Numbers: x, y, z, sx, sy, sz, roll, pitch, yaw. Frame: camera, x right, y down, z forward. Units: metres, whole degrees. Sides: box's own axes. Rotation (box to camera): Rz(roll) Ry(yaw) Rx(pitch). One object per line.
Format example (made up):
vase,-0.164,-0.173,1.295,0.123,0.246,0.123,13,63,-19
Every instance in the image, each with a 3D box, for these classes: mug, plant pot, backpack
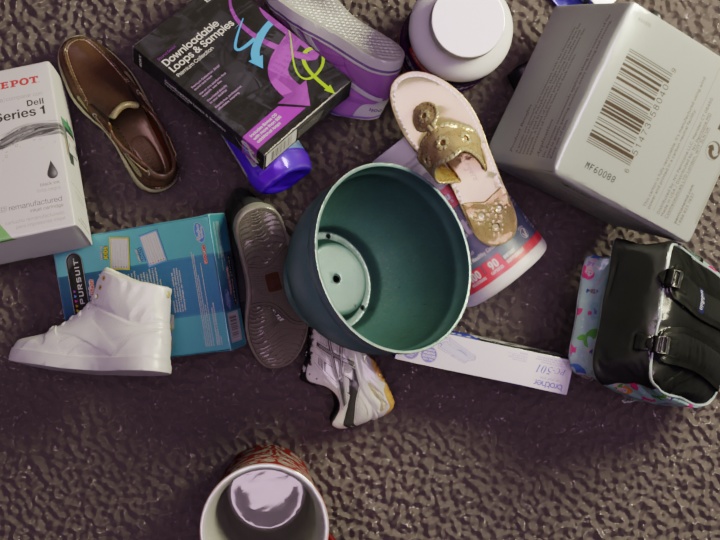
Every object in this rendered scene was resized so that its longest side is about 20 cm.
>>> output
mug,-0.096,0.280,1.342,0.133,0.200,0.178,-25,93,-3
plant pot,0.000,0.000,1.303,0.200,0.134,0.201,10,72,-33
backpack,0.335,0.066,1.377,0.200,0.150,0.178,20,77,-44

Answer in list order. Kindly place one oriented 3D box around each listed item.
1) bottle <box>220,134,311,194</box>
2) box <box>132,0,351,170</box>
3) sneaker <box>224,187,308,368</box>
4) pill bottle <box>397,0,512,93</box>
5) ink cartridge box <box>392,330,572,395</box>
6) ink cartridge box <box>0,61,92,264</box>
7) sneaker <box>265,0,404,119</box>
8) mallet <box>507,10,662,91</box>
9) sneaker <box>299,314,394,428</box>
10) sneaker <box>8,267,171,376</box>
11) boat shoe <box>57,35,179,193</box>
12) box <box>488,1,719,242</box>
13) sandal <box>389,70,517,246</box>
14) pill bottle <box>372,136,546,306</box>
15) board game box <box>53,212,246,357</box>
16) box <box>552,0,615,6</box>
bottle,-0.134,-0.183,1.385,0.065,0.084,0.200,-35,80,23
box,-0.130,-0.219,1.336,0.200,0.036,0.143,39,64,14
sneaker,-0.108,0.005,1.395,0.075,0.106,0.200,-10,111,-11
pill bottle,0.103,-0.257,1.341,0.112,0.200,0.113,0,91,-3
ink cartridge box,0.136,0.099,1.405,0.200,0.094,0.044,12,91,-4
ink cartridge box,-0.388,-0.115,1.342,0.146,0.084,0.200,-13,75,-3
sneaker,-0.046,-0.246,1.397,0.073,0.114,0.200,-28,60,-39
mallet,0.273,-0.242,1.437,0.200,0.041,0.066,-23,93,-7
sneaker,-0.038,0.090,1.403,0.088,0.076,0.200,-26,92,-3
sneaker,-0.291,0.055,1.336,0.200,0.074,0.116,-1,80,21
boat shoe,-0.267,-0.184,1.376,0.075,0.075,0.202,-38,96,-16
box,0.286,-0.164,1.347,0.200,0.171,0.199,25,90,-24
sandal,0.104,-0.116,1.276,0.078,0.070,0.212,-31,100,7
pill bottle,0.107,-0.070,1.387,0.120,0.120,0.200,-38,93,-2
board game box,-0.238,0.025,1.370,0.200,0.047,0.151,-8,92,18
box,0.295,-0.393,1.431,0.200,0.041,0.119,-44,94,-4
